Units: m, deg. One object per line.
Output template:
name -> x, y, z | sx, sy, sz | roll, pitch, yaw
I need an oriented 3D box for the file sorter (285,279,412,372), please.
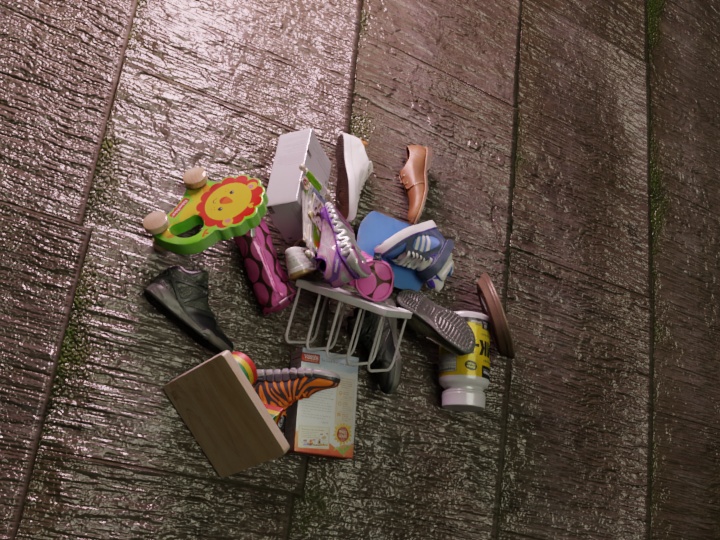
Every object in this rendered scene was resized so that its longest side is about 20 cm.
file sorter -> -0.025, 0.108, 1.625 | 0.138, 0.197, 0.127 | 11, 96, -65

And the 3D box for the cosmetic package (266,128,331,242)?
cosmetic package -> -0.124, -0.172, 1.690 | 0.113, 0.080, 0.203 | 57, 31, -47

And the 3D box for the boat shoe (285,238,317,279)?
boat shoe -> -0.103, -0.030, 1.664 | 0.070, 0.200, 0.070 | -21, 91, 10

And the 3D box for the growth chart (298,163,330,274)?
growth chart -> -0.081, -0.089, 1.630 | 0.144, 0.017, 0.204 | 33, 49, -62

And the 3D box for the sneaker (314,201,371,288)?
sneaker -> -0.051, -0.044, 1.561 | 0.080, 0.088, 0.202 | 44, 17, -43

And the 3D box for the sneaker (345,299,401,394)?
sneaker -> 0.023, 0.155, 1.740 | 0.112, 0.076, 0.204 | 5, 71, -29

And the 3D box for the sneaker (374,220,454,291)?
sneaker -> 0.129, -0.018, 1.814 | 0.199, 0.080, 0.148 | -22, 84, -47

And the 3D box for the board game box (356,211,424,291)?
board game box -> 0.061, -0.036, 1.849 | 0.197, 0.039, 0.161 | 17, 63, -34

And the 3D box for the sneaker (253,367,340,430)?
sneaker -> -0.131, 0.244, 1.581 | 0.077, 0.196, 0.114 | 33, 55, -67

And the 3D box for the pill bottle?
pill bottle -> 0.227, 0.200, 1.840 | 0.113, 0.114, 0.204 | 13, 70, -28

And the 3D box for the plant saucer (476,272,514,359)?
plant saucer -> 0.300, 0.104, 1.887 | 0.029, 0.200, 0.204 | -17, 85, 2

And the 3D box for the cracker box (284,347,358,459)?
cracker box -> -0.077, 0.264, 1.663 | 0.132, 0.057, 0.204 | 14, 70, -28

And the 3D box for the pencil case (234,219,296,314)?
pencil case -> -0.191, -0.019, 1.640 | 0.090, 0.093, 0.203 | -24, 90, -29

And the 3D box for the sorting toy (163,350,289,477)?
sorting toy -> -0.227, 0.247, 1.498 | 0.202, 0.197, 0.069 | 58, 41, -5

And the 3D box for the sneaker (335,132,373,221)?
sneaker -> -0.006, -0.200, 1.828 | 0.083, 0.073, 0.204 | 9, 71, -27

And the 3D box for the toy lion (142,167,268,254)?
toy lion -> -0.275, -0.106, 1.566 | 0.201, 0.189, 0.069 | -54, 148, -30

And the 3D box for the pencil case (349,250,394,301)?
pencil case -> 0.000, 0.000, 1.663 | 0.092, 0.200, 0.092 | 16, 92, -17

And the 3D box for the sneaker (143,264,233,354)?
sneaker -> -0.295, 0.066, 1.570 | 0.199, 0.076, 0.115 | 43, 65, -9

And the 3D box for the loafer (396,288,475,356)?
loafer -> 0.158, 0.117, 1.798 | 0.199, 0.070, 0.075 | 37, 53, 14

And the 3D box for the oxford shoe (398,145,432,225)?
oxford shoe -> 0.119, -0.195, 1.919 | 0.070, 0.072, 0.204 | 11, 64, -10
